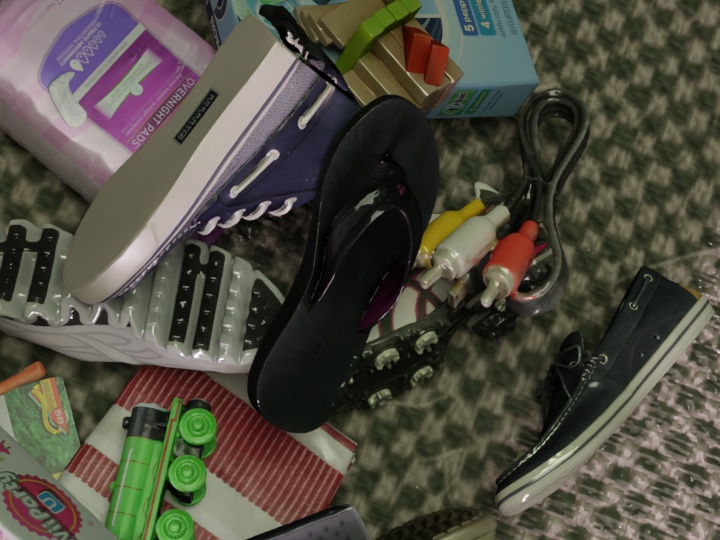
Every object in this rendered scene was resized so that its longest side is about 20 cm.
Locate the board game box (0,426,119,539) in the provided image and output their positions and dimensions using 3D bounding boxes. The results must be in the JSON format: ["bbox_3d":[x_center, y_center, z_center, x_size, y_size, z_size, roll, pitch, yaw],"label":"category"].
[{"bbox_3d":[-0.216,0.198,0.912,0.147,0.064,0.201,41,114,12],"label":"board game box"}]

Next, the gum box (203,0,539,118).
[{"bbox_3d":[-0.002,-0.178,1.089,0.198,0.045,0.171,-4,65,-25],"label":"gum box"}]

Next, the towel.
[{"bbox_3d":[-0.108,0.145,1.021,0.144,0.023,0.201,36,65,-2],"label":"towel"}]

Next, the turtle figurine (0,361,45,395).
[{"bbox_3d":[-0.259,0.038,0.985,0.064,0.199,0.163,-2,69,-56],"label":"turtle figurine"}]

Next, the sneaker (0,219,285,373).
[{"bbox_3d":[-0.135,0.024,1.022,0.198,0.081,0.076,12,61,5],"label":"sneaker"}]

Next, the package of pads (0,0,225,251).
[{"bbox_3d":[-0.149,-0.104,1.066,0.200,0.076,0.121,40,71,2],"label":"package of pads"}]

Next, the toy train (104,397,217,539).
[{"bbox_3d":[-0.126,0.165,0.976,0.056,0.042,0.202,11,67,-1],"label":"toy train"}]

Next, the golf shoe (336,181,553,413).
[{"bbox_3d":[0.031,0.020,1.075,0.199,0.077,0.088,-27,66,-21],"label":"golf shoe"}]

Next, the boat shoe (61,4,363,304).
[{"bbox_3d":[-0.077,-0.046,0.977,0.093,0.075,0.200,36,98,-35],"label":"boat shoe"}]

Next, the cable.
[{"bbox_3d":[0.103,-0.046,1.045,0.096,0.051,0.201,17,56,28],"label":"cable"}]

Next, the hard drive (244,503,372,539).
[{"bbox_3d":[-0.028,0.236,0.950,0.134,0.042,0.202,-21,102,-2],"label":"hard drive"}]

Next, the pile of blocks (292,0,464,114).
[{"bbox_3d":[0.002,-0.181,1.027,0.081,0.062,0.202,-9,68,-28],"label":"pile of blocks"}]

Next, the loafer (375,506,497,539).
[{"bbox_3d":[0.004,0.213,1.012,0.199,0.076,0.069,-35,96,-3],"label":"loafer"}]

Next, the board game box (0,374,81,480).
[{"bbox_3d":[-0.201,0.171,1.013,0.104,0.023,0.202,-14,78,-15],"label":"board game box"}]

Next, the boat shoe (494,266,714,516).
[{"bbox_3d":[0.143,0.074,1.072,0.062,0.075,0.200,41,68,8],"label":"boat shoe"}]

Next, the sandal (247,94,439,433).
[{"bbox_3d":[0.001,0.001,0.974,0.075,0.048,0.202,18,94,-32],"label":"sandal"}]
